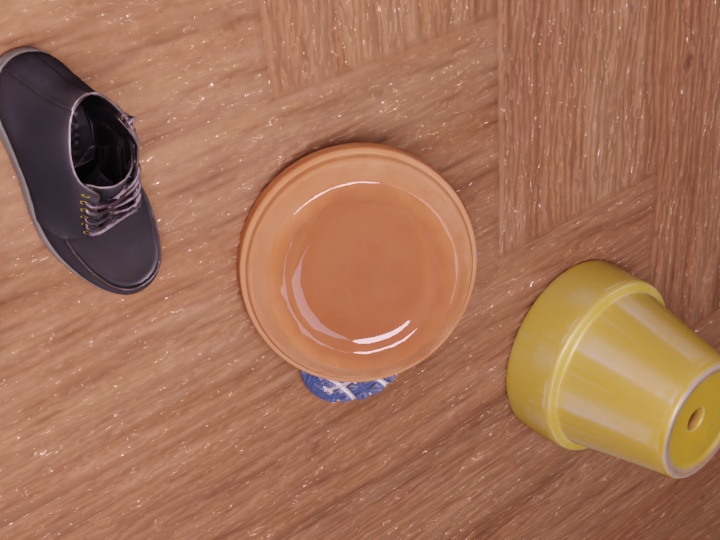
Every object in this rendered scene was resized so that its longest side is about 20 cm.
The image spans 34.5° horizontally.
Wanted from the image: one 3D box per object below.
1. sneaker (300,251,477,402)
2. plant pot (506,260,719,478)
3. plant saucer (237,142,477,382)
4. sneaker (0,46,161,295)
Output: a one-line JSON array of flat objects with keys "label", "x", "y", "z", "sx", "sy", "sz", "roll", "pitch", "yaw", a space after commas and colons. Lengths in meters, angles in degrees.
[{"label": "sneaker", "x": 0.030, "y": 0.038, "z": 1.024, "sx": 0.200, "sy": 0.077, "sz": 0.085, "roll": -44, "pitch": -179, "yaw": 11}, {"label": "plant pot", "x": 0.286, "y": 0.116, "z": 1.227, "sx": 0.199, "sy": 0.188, "sz": 0.203, "roll": -20, "pitch": 124, "yaw": -33}, {"label": "plant saucer", "x": 0.000, "y": 0.000, "z": 0.934, "sx": 0.197, "sy": 0.038, "sz": 0.203, "roll": -2, "pitch": 108, "yaw": -8}, {"label": "sneaker", "x": -0.173, "y": -0.045, "z": 0.769, "sx": 0.075, "sy": 0.106, "sz": 0.201, "roll": -40, "pitch": 134, "yaw": -19}]
